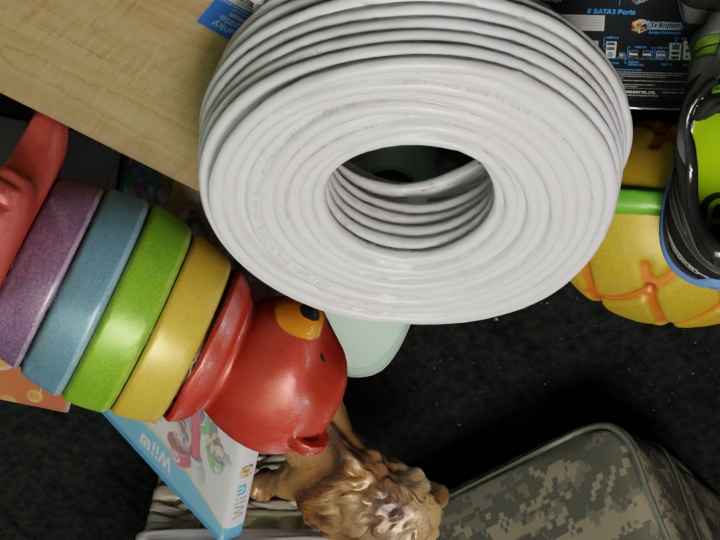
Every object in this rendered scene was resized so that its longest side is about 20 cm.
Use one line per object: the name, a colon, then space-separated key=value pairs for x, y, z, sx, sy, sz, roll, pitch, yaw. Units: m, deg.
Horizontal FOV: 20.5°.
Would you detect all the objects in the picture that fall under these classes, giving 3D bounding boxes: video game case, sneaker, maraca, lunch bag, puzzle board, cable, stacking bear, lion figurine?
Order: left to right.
puzzle board: x=-0.101 y=-0.112 z=0.925 sx=0.199 sy=0.017 sz=0.151 roll=26 pitch=138 yaw=-20
stacking bear: x=-0.098 y=0.024 z=0.983 sx=0.199 sy=0.122 sz=0.114 roll=26 pitch=118 yaw=-7
video game case: x=-0.096 y=0.031 z=1.104 sx=0.018 sy=0.143 sz=0.201 roll=-17 pitch=134 yaw=-37
lion figurine: x=-0.031 y=0.071 z=1.098 sx=0.122 sy=0.072 sz=0.201 roll=-4 pitch=119 yaw=60
sneaker: x=0.000 y=0.000 z=1.074 sx=0.073 sy=0.118 sz=0.201 roll=6 pitch=125 yaw=-2
cable: x=0.025 y=-0.052 z=0.907 sx=0.199 sy=0.070 sz=0.200 roll=12 pitch=141 yaw=-12
lunch bag: x=0.124 y=0.191 z=1.178 sx=0.199 sy=0.140 sz=0.168 roll=-30 pitch=151 yaw=21
maraca: x=0.143 y=-0.028 z=1.040 sx=0.199 sy=0.137 sz=0.108 roll=7 pitch=80 yaw=-8
sneaker: x=0.183 y=-0.090 z=0.934 sx=0.070 sy=0.083 sz=0.201 roll=7 pitch=90 yaw=-4

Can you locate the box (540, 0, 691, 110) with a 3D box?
box: x=0.146 y=-0.160 z=0.998 sx=0.199 sy=0.046 sz=0.160 roll=2 pitch=123 yaw=3

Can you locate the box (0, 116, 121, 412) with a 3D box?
box: x=-0.241 y=-0.016 z=1.095 sx=0.199 sy=0.098 sz=0.125 roll=11 pitch=124 yaw=-3

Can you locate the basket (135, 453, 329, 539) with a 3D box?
basket: x=-0.059 y=0.208 z=1.215 sx=0.135 sy=0.124 sz=0.201 roll=1 pitch=125 yaw=3
